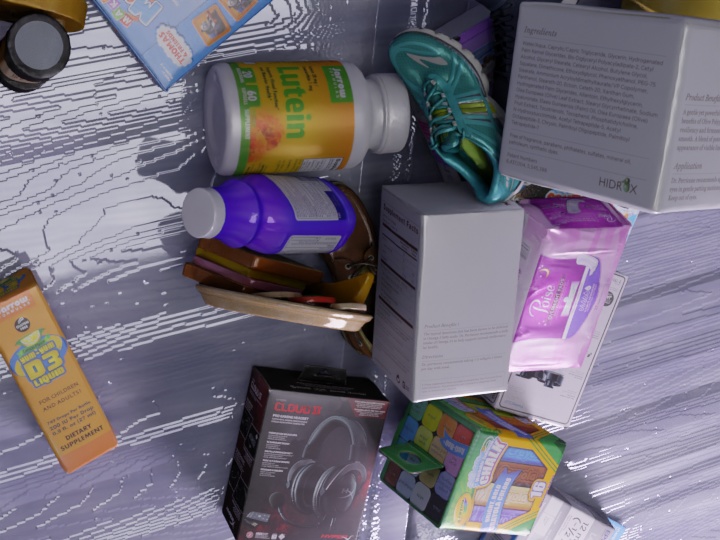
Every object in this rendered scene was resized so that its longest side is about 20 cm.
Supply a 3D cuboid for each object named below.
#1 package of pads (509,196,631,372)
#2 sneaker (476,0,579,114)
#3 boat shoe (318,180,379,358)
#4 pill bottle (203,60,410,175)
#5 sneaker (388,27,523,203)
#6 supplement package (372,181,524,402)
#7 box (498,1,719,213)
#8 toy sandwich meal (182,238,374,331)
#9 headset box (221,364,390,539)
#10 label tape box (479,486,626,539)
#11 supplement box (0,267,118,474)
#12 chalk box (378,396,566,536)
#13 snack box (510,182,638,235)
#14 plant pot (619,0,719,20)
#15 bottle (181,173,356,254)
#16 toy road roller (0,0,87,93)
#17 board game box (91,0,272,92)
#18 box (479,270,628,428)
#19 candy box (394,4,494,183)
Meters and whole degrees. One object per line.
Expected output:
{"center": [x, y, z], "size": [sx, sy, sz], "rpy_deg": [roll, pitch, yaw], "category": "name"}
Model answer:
{"center": [0.207, 0.018, 1.280], "size": [0.119, 0.076, 0.202], "rpy_deg": [-3, 125, -24], "category": "package of pads"}
{"center": [0.134, -0.252, 1.185], "size": [0.145, 0.077, 0.205], "rpy_deg": [17, 97, -24], "category": "sneaker"}
{"center": [0.000, 0.000, 1.289], "size": [0.071, 0.068, 0.202], "rpy_deg": [-22, 112, -14], "category": "boat shoe"}
{"center": [-0.054, -0.158, 1.197], "size": [0.197, 0.111, 0.113], "rpy_deg": [-5, 107, -20], "category": "pill bottle"}
{"center": [0.096, -0.156, 1.172], "size": [0.201, 0.077, 0.080], "rpy_deg": [52, 45, -3], "category": "sneaker"}
{"center": [0.088, 0.018, 1.228], "size": [0.115, 0.117, 0.203], "rpy_deg": [-3, 109, -20], "category": "supplement package"}
{"center": [0.273, -0.160, 1.124], "size": [0.197, 0.199, 0.174], "rpy_deg": [-6, 109, -42], "category": "box"}
{"center": [-0.079, 0.012, 1.195], "size": [0.203, 0.205, 0.071], "rpy_deg": [11, 89, -23], "category": "toy sandwich meal"}
{"center": [-0.061, 0.202, 1.320], "size": [0.147, 0.077, 0.203], "rpy_deg": [9, 103, -23], "category": "headset box"}
{"center": [0.253, 0.366, 1.498], "size": [0.199, 0.066, 0.144], "rpy_deg": [30, 93, -24], "category": "label tape box"}
{"center": [-0.321, 0.103, 1.194], "size": [0.066, 0.069, 0.202], "rpy_deg": [-28, 111, -14], "category": "supplement box"}
{"center": [0.113, 0.216, 1.343], "size": [0.198, 0.124, 0.125], "rpy_deg": [16, 99, -40], "category": "chalk box"}
{"center": [0.236, -0.100, 1.292], "size": [0.198, 0.037, 0.117], "rpy_deg": [6, 114, -32], "category": "snack box"}
{"center": [0.359, -0.246, 1.302], "size": [0.198, 0.201, 0.190], "rpy_deg": [15, 116, -24], "category": "plant pot"}
{"center": [-0.091, -0.056, 1.169], "size": [0.199, 0.084, 0.066], "rpy_deg": [-3, 135, -52], "category": "bottle"}
{"center": [-0.347, -0.251, 1.055], "size": [0.198, 0.123, 0.148], "rpy_deg": [10, 87, -24], "category": "toy road roller"}
{"center": [-0.166, -0.300, 1.153], "size": [0.200, 0.037, 0.152], "rpy_deg": [-41, 115, -6], "category": "board game box"}
{"center": [0.228, 0.077, 1.406], "size": [0.115, 0.060, 0.202], "rpy_deg": [16, 99, -24], "category": "box"}
{"center": [0.150, -0.183, 1.292], "size": [0.167, 0.071, 0.202], "rpy_deg": [-31, 113, -11], "category": "candy box"}
